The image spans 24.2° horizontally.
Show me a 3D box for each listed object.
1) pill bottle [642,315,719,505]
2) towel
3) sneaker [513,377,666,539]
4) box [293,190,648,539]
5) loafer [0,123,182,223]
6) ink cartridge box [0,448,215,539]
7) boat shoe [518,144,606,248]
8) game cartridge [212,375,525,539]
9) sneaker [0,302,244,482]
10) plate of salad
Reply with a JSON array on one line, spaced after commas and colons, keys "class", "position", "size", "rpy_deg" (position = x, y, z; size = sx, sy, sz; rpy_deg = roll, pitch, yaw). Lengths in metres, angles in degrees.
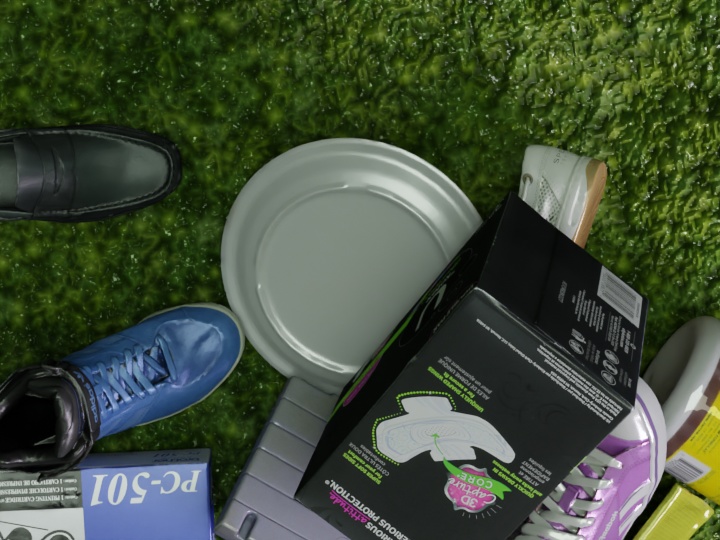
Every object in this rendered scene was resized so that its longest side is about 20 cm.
[{"class": "pill bottle", "position": [0.292, 0.125, 1.169], "size": [0.199, 0.109, 0.110], "rpy_deg": [31, 94, -6]}, {"class": "towel", "position": [0.178, 0.240, 1.192], "size": [0.018, 0.086, 0.201], "rpy_deg": [39, 93, 27]}, {"class": "sneaker", "position": [0.142, 0.165, 1.125], "size": [0.072, 0.114, 0.202], "rpy_deg": [28, 128, 28]}, {"class": "box", "position": [0.073, 0.081, 1.073], "size": [0.124, 0.149, 0.200], "rpy_deg": [37, 118, -5]}, {"class": "loafer", "position": [-0.222, -0.063, 1.145], "size": [0.198, 0.070, 0.069], "rpy_deg": [-2, 97, -2]}, {"class": "ink cartridge box", "position": [-0.202, 0.180, 1.186], "size": [0.197, 0.044, 0.095], "rpy_deg": [-3, 98, -2]}, {"class": "boat shoe", "position": [0.110, 0.009, 1.174], "size": [0.069, 0.071, 0.202], "rpy_deg": [21, 101, 15]}, {"class": "game cartridge", "position": [0.011, 0.173, 1.170], "size": [0.199, 0.038, 0.130], "rpy_deg": [30, 56, -5]}, {"class": "sneaker", "position": [-0.172, 0.083, 1.143], "size": [0.198, 0.111, 0.078], "rpy_deg": [-19, 97, -1]}, {"class": "plate of salad", "position": [0.000, 0.000, 1.164], "size": [0.197, 0.048, 0.202], "rpy_deg": [5, 115, 11]}]
